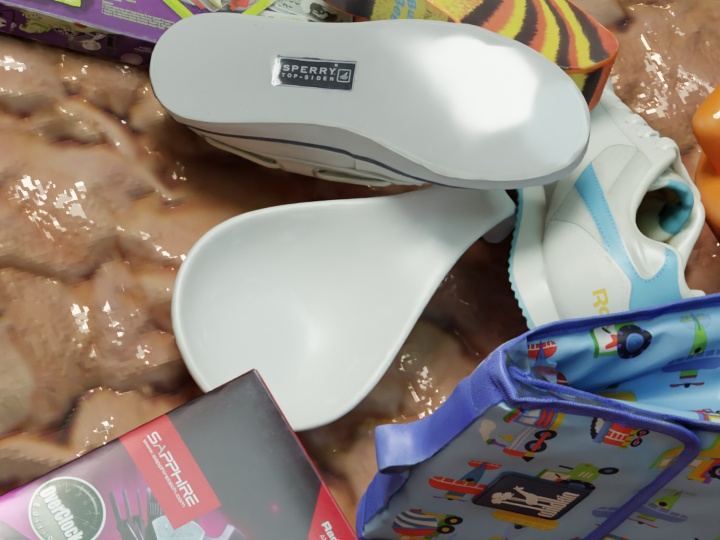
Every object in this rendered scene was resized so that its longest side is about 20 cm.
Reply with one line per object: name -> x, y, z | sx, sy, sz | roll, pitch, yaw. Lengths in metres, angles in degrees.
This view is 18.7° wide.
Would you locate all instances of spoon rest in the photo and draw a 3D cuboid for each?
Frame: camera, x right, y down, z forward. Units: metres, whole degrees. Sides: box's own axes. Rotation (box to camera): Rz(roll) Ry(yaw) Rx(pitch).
spoon rest -> 0.000, 0.000, 0.982 | 0.200, 0.061, 0.099 | -32, 87, -36

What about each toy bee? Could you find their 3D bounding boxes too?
toy bee -> 0.020, -0.132, 1.024 | 0.109, 0.131, 0.200 | -24, 38, -28

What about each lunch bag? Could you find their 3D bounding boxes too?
lunch bag -> 0.098, 0.069, 0.935 | 0.200, 0.151, 0.094 | 1, 63, -25

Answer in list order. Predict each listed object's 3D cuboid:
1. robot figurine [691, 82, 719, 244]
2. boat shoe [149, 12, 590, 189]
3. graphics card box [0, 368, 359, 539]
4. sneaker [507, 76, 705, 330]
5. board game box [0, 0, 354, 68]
robot figurine -> 0.235, -0.019, 1.041 | 0.200, 0.144, 0.117 | 51, 34, -33
boat shoe -> 0.006, -0.069, 0.981 | 0.200, 0.066, 0.072 | 5, 74, 12
graphics card box -> -0.095, 0.136, 0.855 | 0.200, 0.051, 0.126 | -25, 76, -24
sneaker -> 0.117, -0.040, 1.024 | 0.077, 0.081, 0.200 | 55, 25, -39
board game box -> -0.097, -0.151, 1.044 | 0.200, 0.032, 0.120 | 13, 62, -19
